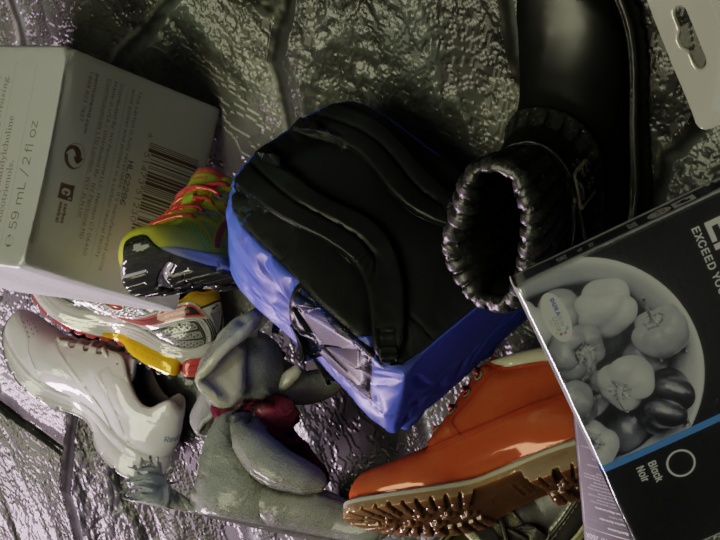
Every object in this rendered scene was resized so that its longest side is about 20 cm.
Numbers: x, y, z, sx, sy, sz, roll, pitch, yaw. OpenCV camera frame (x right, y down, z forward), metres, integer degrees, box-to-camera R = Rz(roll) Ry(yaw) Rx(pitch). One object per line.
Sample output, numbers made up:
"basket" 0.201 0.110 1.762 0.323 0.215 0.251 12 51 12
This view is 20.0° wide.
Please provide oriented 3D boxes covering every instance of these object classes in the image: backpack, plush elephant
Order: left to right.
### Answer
"plush elephant" -0.071 0.115 1.541 0.165 0.199 0.156 143 139 -77
"backpack" 0.000 0.000 1.410 0.200 0.162 0.168 42 150 20

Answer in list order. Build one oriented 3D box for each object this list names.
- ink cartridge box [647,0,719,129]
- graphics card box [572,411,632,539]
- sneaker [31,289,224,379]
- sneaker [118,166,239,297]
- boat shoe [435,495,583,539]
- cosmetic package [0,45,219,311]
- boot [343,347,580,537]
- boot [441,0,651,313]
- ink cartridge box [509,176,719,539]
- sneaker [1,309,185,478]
"ink cartridge box" 0.265 -0.166 1.161 0.200 0.067 0.118 -21 91 45
"graphics card box" 0.190 0.077 1.291 0.051 0.125 0.201 11 114 47
"sneaker" -0.188 0.015 1.661 0.199 0.078 0.083 21 114 26
"sneaker" -0.120 -0.031 1.494 0.078 0.200 0.091 -12 86 23
"boat shoe" 0.099 0.190 1.438 0.072 0.066 0.201 50 117 21
"cosmetic package" -0.246 -0.071 1.567 0.199 0.166 0.168 5 82 41
"boot" 0.078 0.117 1.398 0.199 0.075 0.108 -18 62 12
"boot" 0.111 -0.093 1.270 0.079 0.158 0.212 -1 107 43
"ink cartridge box" 0.218 0.048 1.204 0.199 0.043 0.199 -26 105 3
"sneaker" -0.221 0.089 1.728 0.200 0.074 0.087 36 117 18
